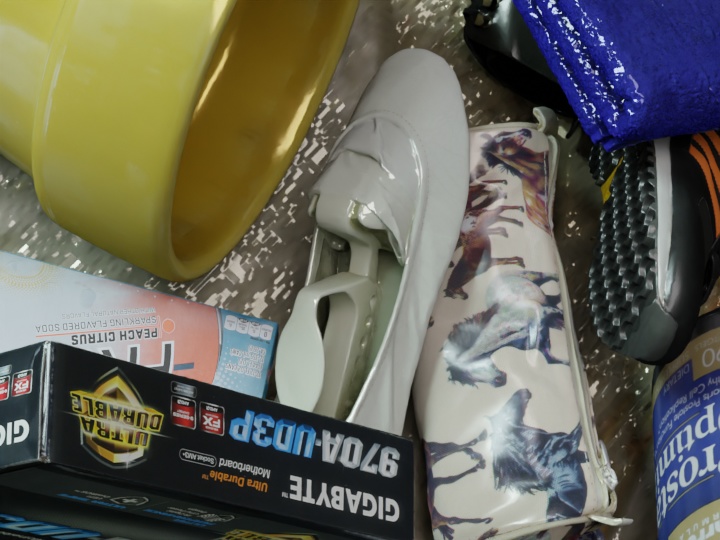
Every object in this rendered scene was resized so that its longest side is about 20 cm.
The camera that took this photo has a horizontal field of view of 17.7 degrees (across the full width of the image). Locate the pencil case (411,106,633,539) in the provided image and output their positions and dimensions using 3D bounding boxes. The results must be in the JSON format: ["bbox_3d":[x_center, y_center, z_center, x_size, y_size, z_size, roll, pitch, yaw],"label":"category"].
[{"bbox_3d":[0.064,0.029,1.034,0.089,0.078,0.202,-11,75,12],"label":"pencil case"}]

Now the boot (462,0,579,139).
[{"bbox_3d":[0.060,-0.171,1.098,0.199,0.077,0.139,32,75,-1],"label":"boot"}]

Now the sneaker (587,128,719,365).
[{"bbox_3d":[0.154,-0.025,1.035,0.089,0.070,0.201,18,34,-8],"label":"sneaker"}]

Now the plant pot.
[{"bbox_3d":[-0.116,-0.124,0.988,0.188,0.201,0.202,25,69,12],"label":"plant pot"}]

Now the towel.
[{"bbox_3d":[0.151,-0.120,1.037,0.199,0.050,0.148,-9,57,-37],"label":"towel"}]

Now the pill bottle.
[{"bbox_3d":[0.182,0.119,0.984,0.111,0.112,0.201,13,46,-9],"label":"pill bottle"}]

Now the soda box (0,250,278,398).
[{"bbox_3d":[-0.139,0.035,0.990,0.198,0.068,0.064,14,71,-10],"label":"soda box"}]

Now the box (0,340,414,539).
[{"bbox_3d":[-0.100,0.080,0.895,0.199,0.158,0.046,19,65,-46],"label":"box"}]

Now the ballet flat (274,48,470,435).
[{"bbox_3d":[0.000,0.000,0.995,0.069,0.069,0.202,12,90,-9],"label":"ballet flat"}]
